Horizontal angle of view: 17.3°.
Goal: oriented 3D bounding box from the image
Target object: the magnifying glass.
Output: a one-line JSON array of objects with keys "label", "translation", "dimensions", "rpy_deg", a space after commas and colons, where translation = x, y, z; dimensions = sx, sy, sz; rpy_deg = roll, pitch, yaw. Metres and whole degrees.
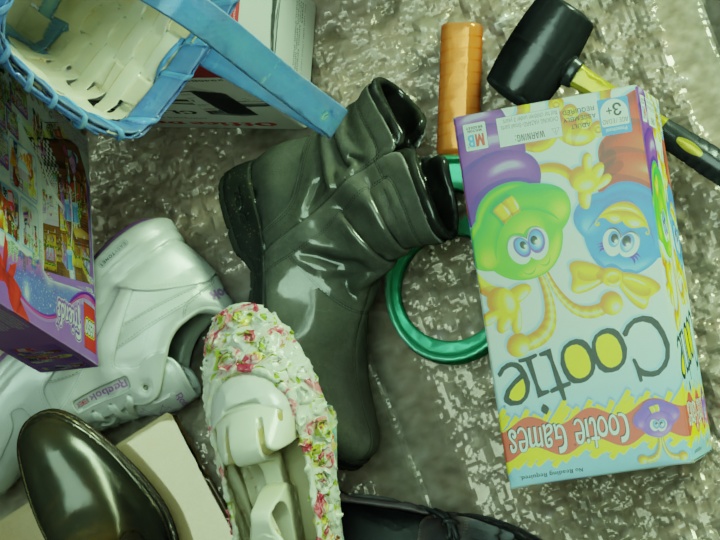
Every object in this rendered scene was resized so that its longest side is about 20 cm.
[{"label": "magnifying glass", "translation": [0.056, -0.045, 1.381], "dimensions": [0.079, 0.022, 0.202], "rpy_deg": [0, 79, 15]}]

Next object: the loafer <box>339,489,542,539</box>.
[{"label": "loafer", "translation": [0.021, 0.162, 1.329], "dimensions": [0.199, 0.063, 0.072], "rpy_deg": [13, 84, 17]}]

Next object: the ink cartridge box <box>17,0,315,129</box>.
[{"label": "ink cartridge box", "translation": [-0.121, -0.139, 1.354], "dimensions": [0.143, 0.200, 0.084], "rpy_deg": [2, 84, 15]}]

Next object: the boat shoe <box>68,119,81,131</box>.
[{"label": "boat shoe", "translation": [-0.250, -0.033, 1.442], "dimensions": [0.069, 0.057, 0.200], "rpy_deg": [38, 91, 18]}]

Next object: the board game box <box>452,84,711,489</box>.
[{"label": "board game box", "translation": [0.123, 0.010, 1.292], "dimensions": [0.104, 0.103, 0.202], "rpy_deg": [-10, 87, 13]}]

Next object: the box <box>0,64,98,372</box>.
[{"label": "box", "translation": [-0.188, -0.029, 1.278], "dimensions": [0.039, 0.200, 0.138], "rpy_deg": [-6, 77, 8]}]

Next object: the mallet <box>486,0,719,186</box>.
[{"label": "mallet", "translation": [0.160, -0.076, 1.353], "dimensions": [0.200, 0.041, 0.066], "rpy_deg": [42, 93, 14]}]

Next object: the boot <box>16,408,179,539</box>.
[{"label": "boot", "translation": [-0.142, 0.167, 1.318], "dimensions": [0.074, 0.097, 0.201], "rpy_deg": [-32, 83, 8]}]

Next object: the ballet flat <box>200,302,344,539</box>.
[{"label": "ballet flat", "translation": [-0.046, 0.116, 1.286], "dimensions": [0.075, 0.064, 0.201], "rpy_deg": [-16, 89, 17]}]

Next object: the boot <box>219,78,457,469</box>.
[{"label": "boot", "translation": [0.000, 0.000, 1.339], "dimensions": [0.130, 0.068, 0.201], "rpy_deg": [-27, 71, 28]}]

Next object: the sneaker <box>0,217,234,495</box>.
[{"label": "sneaker", "translation": [-0.156, 0.067, 1.389], "dimensions": [0.100, 0.075, 0.200], "rpy_deg": [42, 94, 14]}]

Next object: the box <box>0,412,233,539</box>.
[{"label": "box", "translation": [-0.154, 0.204, 1.381], "dimensions": [0.199, 0.021, 0.164], "rpy_deg": [-32, 81, 8]}]

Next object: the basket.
[{"label": "basket", "translation": [-0.114, -0.137, 1.157], "dimensions": [0.200, 0.176, 0.139], "rpy_deg": [35, 89, 27]}]
